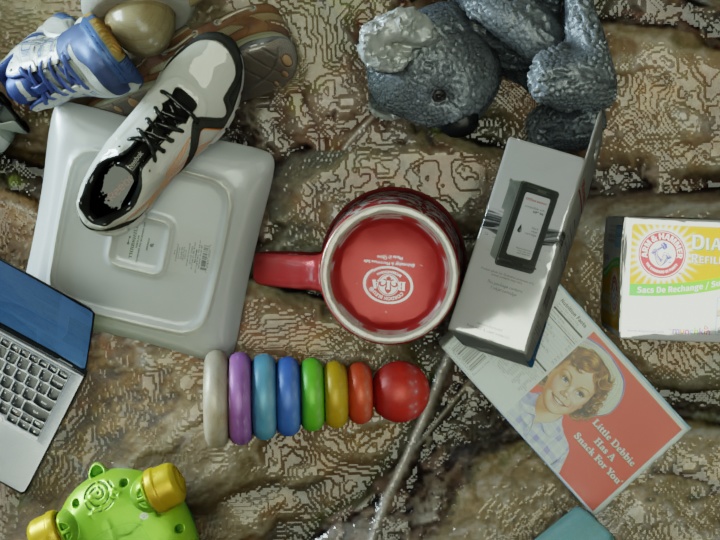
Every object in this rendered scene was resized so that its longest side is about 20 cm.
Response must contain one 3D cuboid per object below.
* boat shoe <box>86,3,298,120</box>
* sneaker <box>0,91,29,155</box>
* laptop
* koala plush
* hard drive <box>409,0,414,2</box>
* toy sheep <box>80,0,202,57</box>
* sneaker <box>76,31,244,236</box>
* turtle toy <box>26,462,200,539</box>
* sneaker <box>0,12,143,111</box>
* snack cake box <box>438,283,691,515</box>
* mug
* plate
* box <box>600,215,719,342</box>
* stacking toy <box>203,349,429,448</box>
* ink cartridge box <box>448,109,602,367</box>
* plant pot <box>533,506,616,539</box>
[{"bbox_3d":[-0.148,-0.175,1.234,0.198,0.076,0.072,-18,58,11],"label":"boat shoe"},{"bbox_3d":[-0.387,-0.175,1.233,0.088,0.074,0.201,-37,91,2],"label":"sneaker"},{"bbox_3d":[-0.344,0.075,1.224,0.186,0.116,0.201,28,94,1],"label":"laptop"},{"bbox_3d":[0.093,-0.183,1.176,0.198,0.177,0.186,-15,79,3],"label":"koala plush"},{"bbox_3d":[0.015,-0.331,1.178,0.038,0.140,0.201,-25,91,3],"label":"hard drive"},{"bbox_3d":[-0.187,-0.274,1.195,0.136,0.138,0.202,-5,71,2],"label":"toy sheep"},{"bbox_3d":[-0.163,-0.108,1.154,0.073,0.080,0.201,35,95,-4],"label":"sneaker"},{"bbox_3d":[-0.193,0.260,1.234,0.145,0.101,0.202,-22,92,3],"label":"turtle toy"},{"bbox_3d":[-0.246,-0.162,1.169,0.088,0.200,0.076,-38,112,-16],"label":"sneaker"},{"bbox_3d":[0.176,0.099,1.229,0.115,0.067,0.200,-42,91,1],"label":"snack cake box"},{"bbox_3d":[0.008,0.009,1.165,0.176,0.200,0.134,-29,92,3],"label":"mug"},{"bbox_3d":[-0.190,-0.028,1.230,0.198,0.032,0.201,13,105,-3],"label":"plate"},{"bbox_3d":[0.311,0.007,1.198,0.198,0.112,0.102,2,93,3],"label":"box"},{"bbox_3d":[-0.038,0.112,1.237,0.198,0.085,0.086,0,93,-3],"label":"stacking toy"},{"bbox_3d":[0.137,-0.031,1.140,0.067,0.116,0.202,17,84,12],"label":"ink cartridge box"},{"bbox_3d":[0.165,0.319,1.189,0.196,0.200,0.200,-43,91,-5],"label":"plant pot"}]
